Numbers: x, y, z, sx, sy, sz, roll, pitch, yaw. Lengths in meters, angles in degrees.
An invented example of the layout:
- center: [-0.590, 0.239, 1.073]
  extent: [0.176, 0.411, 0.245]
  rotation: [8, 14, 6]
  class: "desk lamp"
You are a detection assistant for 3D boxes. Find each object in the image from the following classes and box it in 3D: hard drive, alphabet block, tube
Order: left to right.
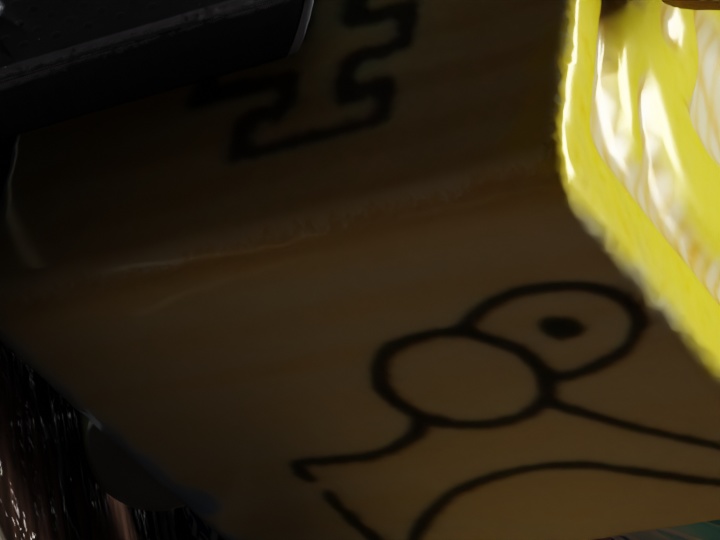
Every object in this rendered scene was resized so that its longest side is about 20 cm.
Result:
- center: [-0.088, -0.120, 0.886]
  extent: [0.042, 0.135, 0.200]
  rotation: [75, -2, -45]
  class: "hard drive"
- center: [-0.083, 0.026, 1.070]
  extent: [0.200, 0.052, 0.058]
  rotation: [-120, -136, -71]
  class: "tube"
- center: [0.026, -0.033, 0.930]
  extent: [0.195, 0.200, 0.196]
  rotation: [46, 41, -45]
  class: "alphabet block"

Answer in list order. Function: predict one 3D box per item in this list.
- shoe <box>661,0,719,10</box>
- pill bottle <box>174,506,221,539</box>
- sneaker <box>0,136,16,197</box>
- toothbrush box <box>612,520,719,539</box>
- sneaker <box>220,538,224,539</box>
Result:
- center: [0.141, -0.133, 0.895]
  extent: [0.200, 0.070, 0.053]
  rotation: [-41, 122, -56]
  class: "shoe"
- center: [-0.019, 0.084, 1.179]
  extent: [0.200, 0.111, 0.111]
  rotation: [103, -29, -63]
  class: "pill bottle"
- center: [-0.100, -0.043, 1.015]
  extent: [0.200, 0.076, 0.091]
  rotation: [50, 25, -60]
  class: "sneaker"
- center: [0.158, 0.075, 1.016]
  extent: [0.146, 0.085, 0.200]
  rotation: [32, -11, -31]
  class: "toothbrush box"
- center: [-0.012, 0.135, 1.080]
  extent: [0.199, 0.079, 0.130]
  rotation: [-61, 155, -77]
  class: "sneaker"
